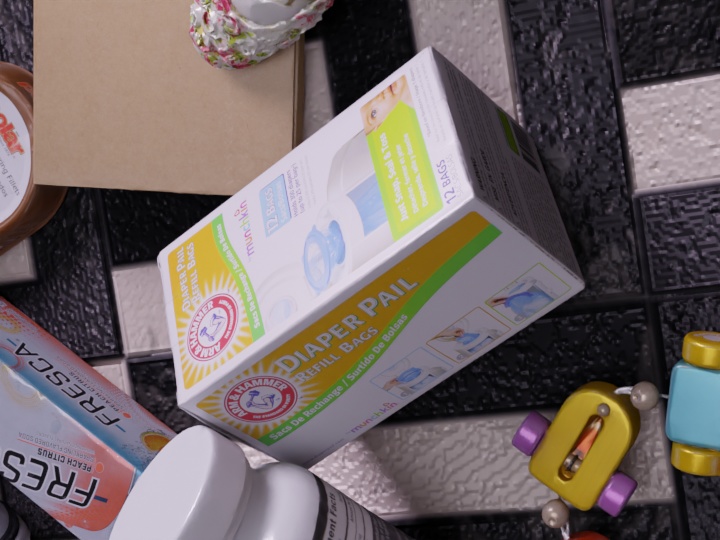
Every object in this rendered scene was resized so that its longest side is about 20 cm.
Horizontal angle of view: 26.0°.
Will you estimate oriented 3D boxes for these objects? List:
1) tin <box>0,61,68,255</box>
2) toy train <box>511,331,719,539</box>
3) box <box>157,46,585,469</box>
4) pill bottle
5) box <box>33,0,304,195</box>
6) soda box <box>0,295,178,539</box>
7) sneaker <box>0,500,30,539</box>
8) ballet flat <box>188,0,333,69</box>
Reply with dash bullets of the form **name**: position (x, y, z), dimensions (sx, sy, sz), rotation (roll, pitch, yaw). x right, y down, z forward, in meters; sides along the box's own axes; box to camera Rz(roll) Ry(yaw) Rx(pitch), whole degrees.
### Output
- **tin**: position (-0.268, -0.050, 0.983), dimensions (0.199, 0.042, 0.113), rotation (-32, 89, 23)
- **toy train**: position (0.165, 0.117, 0.820), dimensions (0.199, 0.056, 0.151), rotation (-34, 85, 26)
- **box**: position (0.000, 0.000, 0.820), dimensions (0.199, 0.101, 0.113), rotation (-35, 45, 23)
- **pill bottle**: position (-0.030, 0.174, 0.827), dimensions (0.199, 0.117, 0.116), rotation (35, 112, -22)
- **box**: position (-0.112, -0.146, 0.898), dimensions (0.161, 0.021, 0.203), rotation (4, 99, 11)
- **soda box**: position (-0.187, 0.094, 0.949), dimensions (0.199, 0.068, 0.064), rotation (35, 109, 13)
- **sneaker**: position (-0.316, 0.151, 0.987), dimensions (0.197, 0.075, 0.116), rotation (-9, 124, 18)
- **ballet flat**: position (-0.021, -0.182, 0.832), dimensions (0.199, 0.064, 0.076), rotation (-38, 89, 13)
